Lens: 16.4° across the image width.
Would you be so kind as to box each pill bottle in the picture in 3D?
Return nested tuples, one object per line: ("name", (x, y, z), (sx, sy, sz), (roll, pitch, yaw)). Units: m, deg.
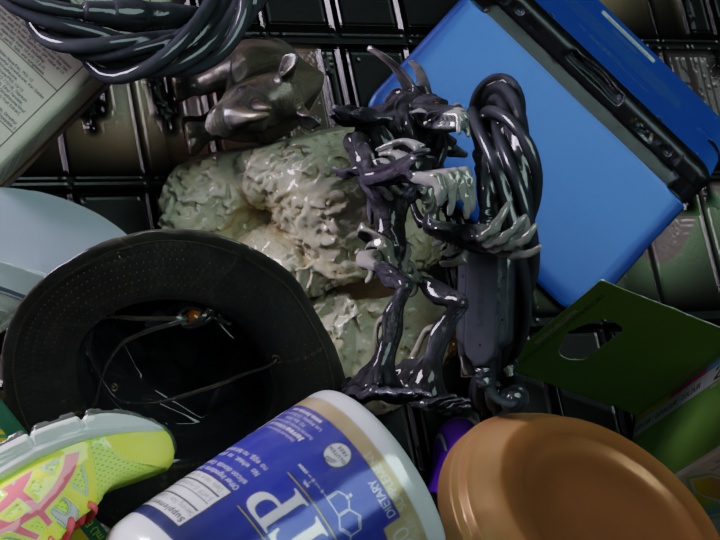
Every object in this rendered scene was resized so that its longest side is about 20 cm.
("pill bottle", (-0.065, 0.161, 1.294), (0.199, 0.120, 0.120), (-33, 84, -21))

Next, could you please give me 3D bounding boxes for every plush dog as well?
("plush dog", (0.000, 0.000, 1.489), (0.199, 0.160, 0.173), (-16, 98, -31))

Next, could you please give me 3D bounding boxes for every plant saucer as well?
("plant saucer", (0.137, 0.154, 1.426), (0.199, 0.038, 0.201), (24, 36, -19))

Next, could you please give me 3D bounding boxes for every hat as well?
("hat", (-0.104, 0.047, 1.383), (0.199, 0.201, 0.081), (19, 28, -17))

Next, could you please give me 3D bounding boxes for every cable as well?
("cable", (0.087, -0.015, 1.482), (0.050, 0.163, 0.202), (0, 89, 7))
("cable", (-0.146, -0.193, 1.440), (0.199, 0.051, 0.164), (32, 65, 1))

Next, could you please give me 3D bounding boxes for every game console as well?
("game console", (0.127, -0.099, 1.656), (0.200, 0.118, 0.171), (44, 26, -2))

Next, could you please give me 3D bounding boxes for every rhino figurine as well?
("rhino figurine", (-0.064, -0.103, 1.464), (0.087, 0.200, 0.060), (-15, 100, -4))

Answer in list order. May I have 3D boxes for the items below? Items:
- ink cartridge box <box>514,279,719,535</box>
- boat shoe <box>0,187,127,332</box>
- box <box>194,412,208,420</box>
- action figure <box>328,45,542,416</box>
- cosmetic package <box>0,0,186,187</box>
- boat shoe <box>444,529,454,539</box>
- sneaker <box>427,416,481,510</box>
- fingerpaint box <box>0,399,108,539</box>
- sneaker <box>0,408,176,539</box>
("ink cartridge box", (0.195, 0.097, 1.522), (0.199, 0.148, 0.076), (21, 61, -14))
("boat shoe", (-0.225, 0.007, 1.405), (0.201, 0.086, 0.075), (4, 48, -31))
("box", (-0.083, 0.088, 1.458), (0.200, 0.041, 0.039), (42, 57, -1))
("action figure", (0.039, -0.025, 1.355), (0.119, 0.101, 0.202), (16, 73, -53))
("cosmetic package", (-0.197, -0.135, 1.476), (0.103, 0.087, 0.200), (42, 58, 0))
("boat shoe", (-0.030, 0.173, 1.401), (0.198, 0.069, 0.075), (8, 60, -3))
("sneaker", (0.038, 0.175, 1.460), (0.099, 0.070, 0.201), (3, 60, -8))
("fingerpaint box", (-0.213, 0.182, 1.332), (0.167, 0.073, 0.200), (-36, 86, -33))
("sneaker", (-0.180, 0.136, 1.285), (0.199, 0.078, 0.091), (-21, 78, -21))
